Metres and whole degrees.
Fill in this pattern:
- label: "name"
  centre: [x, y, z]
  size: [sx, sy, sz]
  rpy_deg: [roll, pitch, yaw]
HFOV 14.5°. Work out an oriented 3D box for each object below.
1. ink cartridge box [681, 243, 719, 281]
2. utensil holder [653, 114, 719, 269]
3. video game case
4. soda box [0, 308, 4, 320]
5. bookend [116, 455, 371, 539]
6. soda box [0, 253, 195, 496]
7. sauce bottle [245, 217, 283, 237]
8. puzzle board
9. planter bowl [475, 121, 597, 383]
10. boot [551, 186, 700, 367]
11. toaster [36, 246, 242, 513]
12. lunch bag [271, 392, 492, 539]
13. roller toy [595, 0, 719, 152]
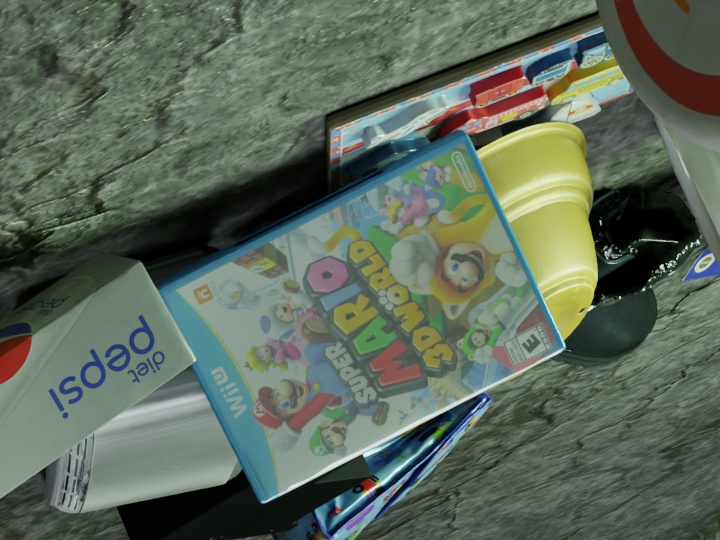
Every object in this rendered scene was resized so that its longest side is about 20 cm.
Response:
- label: "ink cartridge box"
  centre: [0.308, -0.058, 1.947]
  size: [0.094, 0.037, 0.200]
  rpy_deg: [-7, 142, -45]
- label: "utensil holder"
  centre: [0.306, -0.069, 1.769]
  size: [0.199, 0.171, 0.170]
  rpy_deg: [-26, 165, 3]
- label: "video game case"
  centre: [0.001, 0.027, 1.625]
  size: [0.199, 0.144, 0.018]
  rpy_deg: [-27, -165, -2]
- label: "soda box"
  centre: [-0.289, 0.077, 1.601]
  size: [0.199, 0.064, 0.068]
  rpy_deg: [-11, 162, -38]
- label: "bookend"
  centre: [-0.050, 0.111, 2.014]
  size: [0.199, 0.093, 0.198]
  rpy_deg: [-32, 164, 28]
- label: "soda box"
  centre: [-0.193, 0.073, 1.545]
  size: [0.199, 0.069, 0.063]
  rpy_deg: [-35, -162, -18]
- label: "sauce bottle"
  centre: [0.000, 0.000, 1.761]
  size: [0.066, 0.066, 0.200]
  rpy_deg: [-30, 166, 27]
- label: "puzzle board"
  centre: [0.075, -0.092, 1.637]
  size: [0.199, 0.017, 0.151]
  rpy_deg: [-21, 165, -6]
- label: "planter bowl"
  centre: [0.081, 0.010, 1.708]
  size: [0.200, 0.084, 0.201]
  rpy_deg: [-32, 158, -15]
- label: "boot"
  centre: [0.184, 0.004, 2.007]
  size: [0.199, 0.077, 0.168]
  rpy_deg: [1, 157, -42]
- label: "toaster"
  centre: [-0.134, 0.067, 1.695]
  size: [0.128, 0.114, 0.200]
  rpy_deg: [-15, 157, -18]
- label: "lunch bag"
  centre: [0.015, 0.153, 2.307]
  size: [0.199, 0.094, 0.151]
  rpy_deg: [-30, 168, -21]
- label: "roller toy"
  centre: [0.210, -0.152, 1.308]
  size: [0.139, 0.202, 0.182]
  rpy_deg: [-10, -169, -38]
